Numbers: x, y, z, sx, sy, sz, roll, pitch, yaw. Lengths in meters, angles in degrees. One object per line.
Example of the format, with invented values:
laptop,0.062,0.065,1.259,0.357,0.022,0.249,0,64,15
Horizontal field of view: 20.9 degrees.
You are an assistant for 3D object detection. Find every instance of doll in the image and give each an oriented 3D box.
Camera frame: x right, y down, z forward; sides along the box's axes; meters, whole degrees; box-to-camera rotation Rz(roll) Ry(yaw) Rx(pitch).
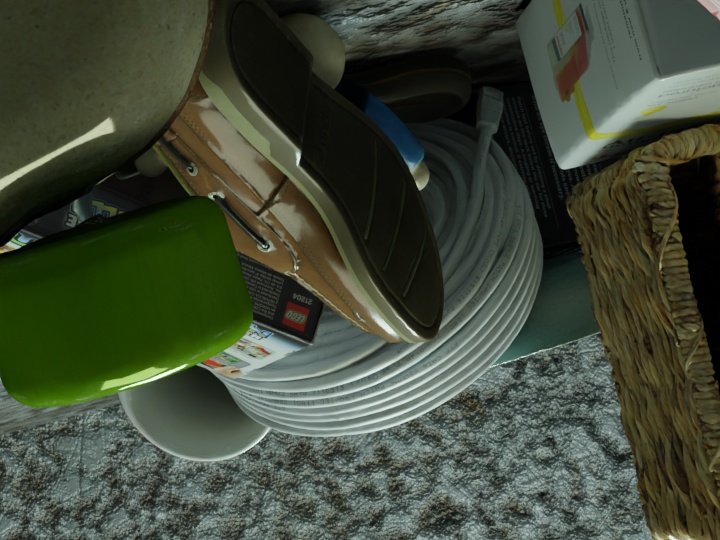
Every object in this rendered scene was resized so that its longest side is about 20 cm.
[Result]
doll,-0.037,-0.048,0.908,0.136,0.049,0.200,6,151,-4

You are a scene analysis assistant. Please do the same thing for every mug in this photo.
mug,-0.113,0.040,1.530,0.133,0.178,0.200,-42,-179,17

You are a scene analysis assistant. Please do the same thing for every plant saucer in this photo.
plant saucer,0.082,0.023,1.119,0.200,0.039,0.201,-18,-178,1

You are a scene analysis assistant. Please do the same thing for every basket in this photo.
basket,0.199,0.029,0.929,0.142,0.201,0.149,-13,177,-9

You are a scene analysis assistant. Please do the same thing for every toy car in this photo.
toy car,-0.104,-0.057,0.468,0.157,0.165,0.200,-15,-173,4

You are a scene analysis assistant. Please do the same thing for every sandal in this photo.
sandal,-0.029,-0.066,0.996,0.199,0.055,0.082,-11,173,-29

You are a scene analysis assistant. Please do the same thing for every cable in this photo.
cable,0.000,0.000,1.056,0.199,0.200,0.069,-17,131,13

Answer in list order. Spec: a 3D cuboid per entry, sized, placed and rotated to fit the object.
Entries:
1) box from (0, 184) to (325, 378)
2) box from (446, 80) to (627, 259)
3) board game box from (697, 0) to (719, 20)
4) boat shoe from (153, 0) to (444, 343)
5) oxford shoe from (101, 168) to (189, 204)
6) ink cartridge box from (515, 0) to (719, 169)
box,-0.125,-0.006,0.918,0.199,0.035,0.110,23,160,-18
box,0.115,-0.055,1.238,0.199,0.105,0.148,-11,173,-39
board game box,0.216,-0.136,0.653,0.199,0.062,0.200,-25,144,31
boat shoe,-0.032,-0.039,0.827,0.068,0.072,0.200,-14,132,27
oxford shoe,-0.152,-0.020,1.068,0.200,0.071,0.072,-19,168,38
ink cartridge box,0.165,-0.116,0.880,0.145,0.084,0.200,-14,175,-8
